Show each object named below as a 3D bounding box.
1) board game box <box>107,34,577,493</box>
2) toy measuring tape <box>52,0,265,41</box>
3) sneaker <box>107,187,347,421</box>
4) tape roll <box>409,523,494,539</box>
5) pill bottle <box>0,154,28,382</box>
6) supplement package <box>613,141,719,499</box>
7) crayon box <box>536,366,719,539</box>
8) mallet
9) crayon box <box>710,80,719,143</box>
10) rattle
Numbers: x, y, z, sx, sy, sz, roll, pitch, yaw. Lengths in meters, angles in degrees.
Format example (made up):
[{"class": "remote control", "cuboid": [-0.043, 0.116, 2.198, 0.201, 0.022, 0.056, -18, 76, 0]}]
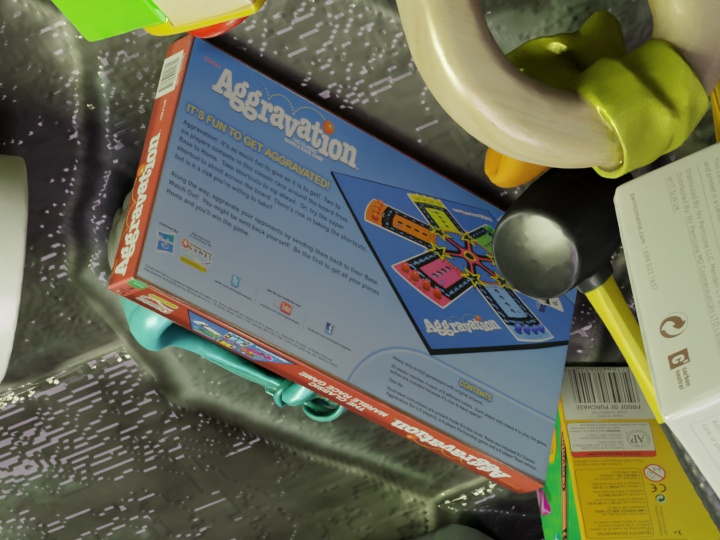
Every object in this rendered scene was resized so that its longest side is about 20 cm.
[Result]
[{"class": "board game box", "cuboid": [0.000, 0.000, 1.017, 0.200, 0.103, 0.019, 28, 151, -30]}, {"class": "toy measuring tape", "cuboid": [-0.035, -0.119, 0.882, 0.073, 0.074, 0.200, 33, 155, -33]}, {"class": "sneaker", "cuboid": [-0.011, 0.029, 1.060, 0.199, 0.080, 0.078, 19, 130, -25]}, {"class": "tape roll", "cuboid": [0.050, 0.214, 1.170, 0.066, 0.201, 0.200, -25, 133, 18]}, {"class": "pill bottle", "cuboid": [-0.224, -0.011, 0.969, 0.199, 0.113, 0.112, 6, 135, -13]}, {"class": "supplement package", "cuboid": [0.209, 0.005, 0.962, 0.199, 0.118, 0.117, -23, 133, 16]}, {"class": "crayon box", "cuboid": [0.179, 0.101, 1.129, 0.199, 0.119, 0.058, 0, 136, -7]}, {"class": "mallet", "cuboid": [0.122, 0.044, 1.049, 0.041, 0.066, 0.200, -23, 109, 37]}, {"class": "crayon box", "cuboid": [0.206, -0.029, 1.047, 0.126, 0.051, 0.200, -11, 136, 3]}, {"class": "rattle", "cuboid": [0.031, -0.120, 0.948, 0.200, 0.143, 0.130, 33, 92, -16]}]
